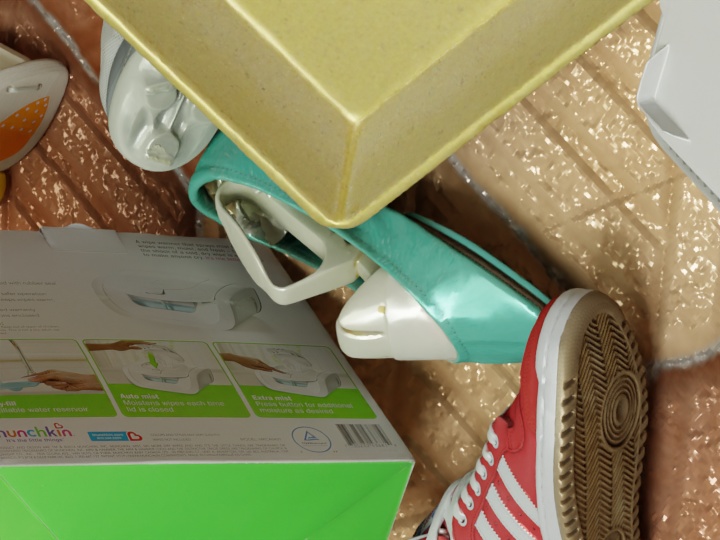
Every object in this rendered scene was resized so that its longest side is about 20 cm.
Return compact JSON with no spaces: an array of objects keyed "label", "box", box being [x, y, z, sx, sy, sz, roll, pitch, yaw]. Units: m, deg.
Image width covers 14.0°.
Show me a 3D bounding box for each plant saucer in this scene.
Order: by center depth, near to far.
[{"label":"plant saucer","box":[-0.007,-0.141,1.195,0.200,0.049,0.200,44,124,-15]}]

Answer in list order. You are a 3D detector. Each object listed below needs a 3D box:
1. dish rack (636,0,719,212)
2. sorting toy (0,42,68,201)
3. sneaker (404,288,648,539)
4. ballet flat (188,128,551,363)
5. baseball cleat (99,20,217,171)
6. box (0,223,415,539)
[{"label":"dish rack","box":[0.167,-0.076,1.084,0.200,0.043,0.172,54,140,48]},{"label":"sorting toy","box":[-0.279,-0.077,1.427,0.200,0.180,0.107,29,120,31]},{"label":"sneaker","box":[0.062,0.089,1.249,0.112,0.071,0.201,18,125,34]},{"label":"ballet flat","box":[0.000,0.000,1.282,0.200,0.070,0.067,35,163,30]},{"label":"baseball cleat","box":[-0.066,-0.144,1.299,0.200,0.070,0.107,-56,35,17]},{"label":"box","box":[-0.107,0.066,1.277,0.177,0.199,0.097,53,133,47]}]
